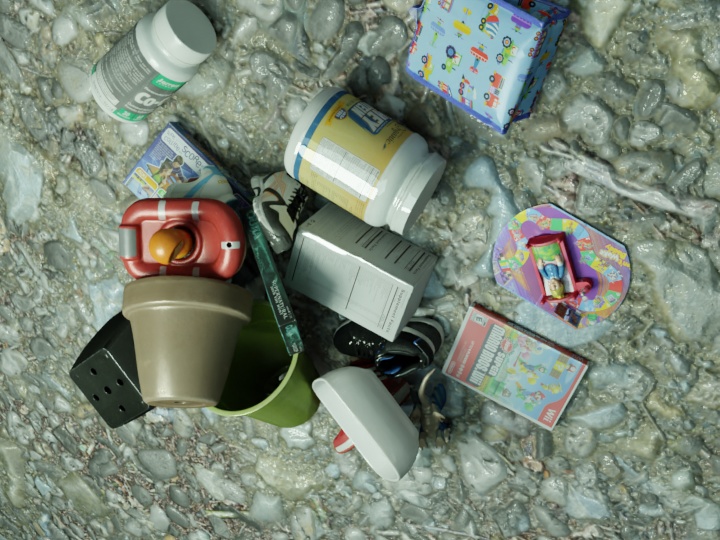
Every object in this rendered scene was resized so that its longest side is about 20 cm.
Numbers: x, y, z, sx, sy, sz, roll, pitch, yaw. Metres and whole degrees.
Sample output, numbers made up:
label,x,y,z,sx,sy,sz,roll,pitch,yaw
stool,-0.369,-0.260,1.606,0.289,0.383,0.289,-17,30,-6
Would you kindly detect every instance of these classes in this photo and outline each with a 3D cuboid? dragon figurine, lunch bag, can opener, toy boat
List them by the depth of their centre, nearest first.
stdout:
label,x,y,z,sx,sy,sz,roll,pitch,yaw
lunch bag,0.144,-0.297,1.055,0.199,0.094,0.151,32,129,20
toy boat,-0.271,-0.040,1.201,0.198,0.131,0.132,0,99,6
dragon figurine,0.111,0.221,1.318,0.058,0.100,0.201,-9,120,10
can opener,-0.204,0.009,1.405,0.066,0.053,0.201,-31,98,34

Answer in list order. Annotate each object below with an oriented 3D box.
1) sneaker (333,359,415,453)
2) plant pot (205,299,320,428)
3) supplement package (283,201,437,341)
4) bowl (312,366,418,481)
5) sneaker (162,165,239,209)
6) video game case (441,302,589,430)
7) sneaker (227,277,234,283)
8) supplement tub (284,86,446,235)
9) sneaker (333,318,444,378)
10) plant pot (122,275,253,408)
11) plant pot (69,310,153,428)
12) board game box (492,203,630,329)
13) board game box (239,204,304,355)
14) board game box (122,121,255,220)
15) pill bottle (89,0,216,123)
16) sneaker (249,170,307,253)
label,x,y,z,sx,sy,sz,roll,pitch,yaw
sneaker,-0.003,0.224,1.415,0.116,0.078,0.200,48,114,7
plant pot,-0.154,0.179,1.377,0.198,0.202,0.190,3,154,26
supplement package,0.000,0.000,1.261,0.199,0.110,0.114,28,125,12
bowl,0.015,0.233,1.285,0.200,0.074,0.200,52,164,4
sneaker,-0.293,-0.091,1.306,0.199,0.076,0.081,-31,81,9
video game case,0.239,0.152,1.276,0.199,0.017,0.144,27,124,12
sneaker,-0.238,0.050,1.410,0.112,0.073,0.199,44,156,-21
supplement tub,0.007,-0.154,1.155,0.199,0.145,0.145,31,125,8
sneaker,0.025,0.123,1.302,0.198,0.112,0.074,-6,112,29
plant pot,-0.267,0.118,1.243,0.199,0.200,0.176,-10,71,30
plant pot,-0.420,0.177,1.528,0.199,0.177,0.201,-30,99,35
board game box,0.282,0.003,1.160,0.199,0.039,0.159,31,125,9
board game box,-0.134,0.017,1.240,0.136,0.028,0.201,84,165,-66
board game box,-0.281,-0.129,1.348,0.200,0.034,0.135,44,104,4
pill bottle,-0.320,-0.323,1.253,0.199,0.113,0.114,-28,101,36
sneaker,-0.119,-0.100,1.226,0.079,0.201,0.074,-20,126,2
